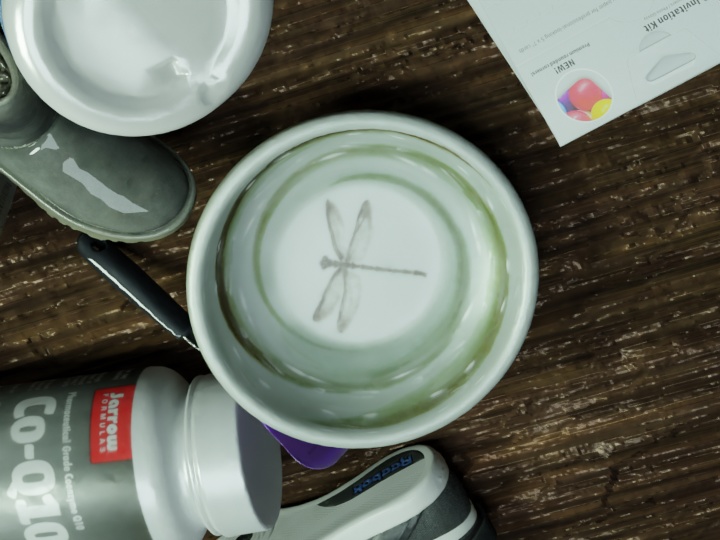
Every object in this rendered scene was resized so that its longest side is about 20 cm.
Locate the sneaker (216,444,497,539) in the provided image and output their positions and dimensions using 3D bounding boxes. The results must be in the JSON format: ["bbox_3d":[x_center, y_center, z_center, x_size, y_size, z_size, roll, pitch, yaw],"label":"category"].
[{"bbox_3d":[-0.008,0.196,1.761,0.199,0.073,0.112,-26,118,22],"label":"sneaker"}]

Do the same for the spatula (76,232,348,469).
[{"bbox_3d":[-0.086,0.042,1.648,0.200,0.057,0.021,36,139,7],"label":"spatula"}]

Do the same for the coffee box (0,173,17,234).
[{"bbox_3d":[-0.301,-0.054,1.586,0.200,0.115,0.080,37,123,-20],"label":"coffee box"}]

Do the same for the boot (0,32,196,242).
[{"bbox_3d":[-0.173,-0.084,1.495,0.181,0.073,0.200,23,167,2],"label":"boot"}]

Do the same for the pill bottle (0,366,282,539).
[{"bbox_3d":[-0.155,0.118,1.696,0.199,0.114,0.114,-8,125,12],"label":"pill bottle"}]

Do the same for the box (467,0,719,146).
[{"bbox_3d":[0.117,-0.184,1.465,0.155,0.041,0.200,-28,107,24],"label":"box"}]

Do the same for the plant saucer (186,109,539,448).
[{"bbox_3d":[0.000,0.000,1.611,0.199,0.050,0.201,-2,111,-5],"label":"plant saucer"}]

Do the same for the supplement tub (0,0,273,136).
[{"bbox_3d":[-0.122,-0.157,1.415,0.131,0.200,0.133,-5,112,-12],"label":"supplement tub"}]
